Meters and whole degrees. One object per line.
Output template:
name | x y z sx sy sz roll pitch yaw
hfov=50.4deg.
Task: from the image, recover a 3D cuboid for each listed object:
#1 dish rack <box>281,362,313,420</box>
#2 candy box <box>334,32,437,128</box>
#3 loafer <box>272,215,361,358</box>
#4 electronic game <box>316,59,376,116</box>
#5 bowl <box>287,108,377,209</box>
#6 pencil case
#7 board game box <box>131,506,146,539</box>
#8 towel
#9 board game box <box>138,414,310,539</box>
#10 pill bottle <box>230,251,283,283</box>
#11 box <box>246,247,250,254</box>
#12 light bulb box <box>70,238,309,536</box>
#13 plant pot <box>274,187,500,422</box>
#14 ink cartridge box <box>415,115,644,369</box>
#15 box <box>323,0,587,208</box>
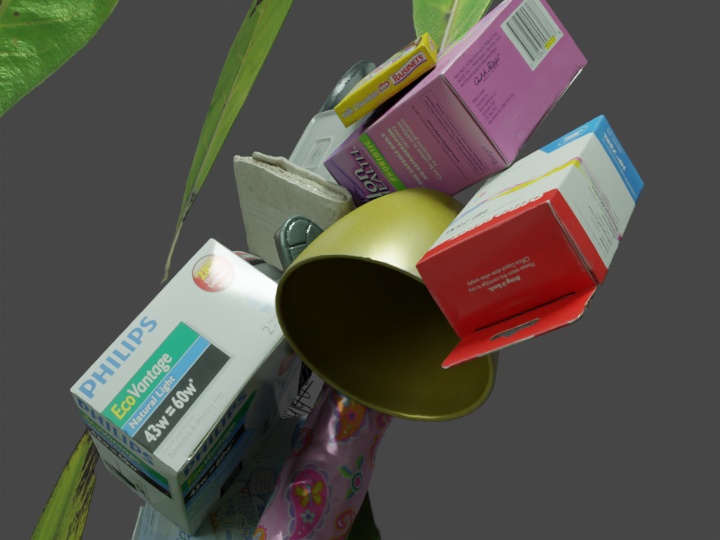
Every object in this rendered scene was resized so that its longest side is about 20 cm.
dish rack | -0.106 0.162 0.972 0.201 0.054 0.154 -54 27 19
candy box | 0.031 -0.197 0.772 0.101 0.027 0.201 -35 13 16
loafer | -0.032 0.042 0.764 0.062 0.202 0.072 -19 19 49
electronic game | -0.032 -0.204 1.084 0.202 0.041 0.200 -58 -8 -12
bowl | -0.027 -0.118 0.903 0.198 0.074 0.203 7 65 56
pencil case | -0.033 0.200 0.719 0.087 0.087 0.203 -21 40 56
board game box | -0.196 0.378 0.832 0.065 0.144 0.204 98 -177 -64
towel | -0.069 -0.048 0.835 0.198 0.034 0.135 29 136 41
board game box | -0.133 0.258 0.804 0.194 0.044 0.203 -10 45 10
pill bottle | -0.128 0.042 0.945 0.199 0.109 0.113 17 82 61
box | -0.139 -0.011 1.203 0.157 0.050 0.204 -1 65 64
light bulb box | -0.156 0.119 0.751 0.199 0.123 0.201 -52 -13 -30
plant pot | 0.042 0.013 0.674 0.199 0.199 0.143 -33 21 49
ink cartridge box | 0.119 -0.024 0.543 0.115 0.068 0.200 -27 12 39
box | 0.088 -0.151 0.739 0.176 0.097 0.199 -49 13 -33
